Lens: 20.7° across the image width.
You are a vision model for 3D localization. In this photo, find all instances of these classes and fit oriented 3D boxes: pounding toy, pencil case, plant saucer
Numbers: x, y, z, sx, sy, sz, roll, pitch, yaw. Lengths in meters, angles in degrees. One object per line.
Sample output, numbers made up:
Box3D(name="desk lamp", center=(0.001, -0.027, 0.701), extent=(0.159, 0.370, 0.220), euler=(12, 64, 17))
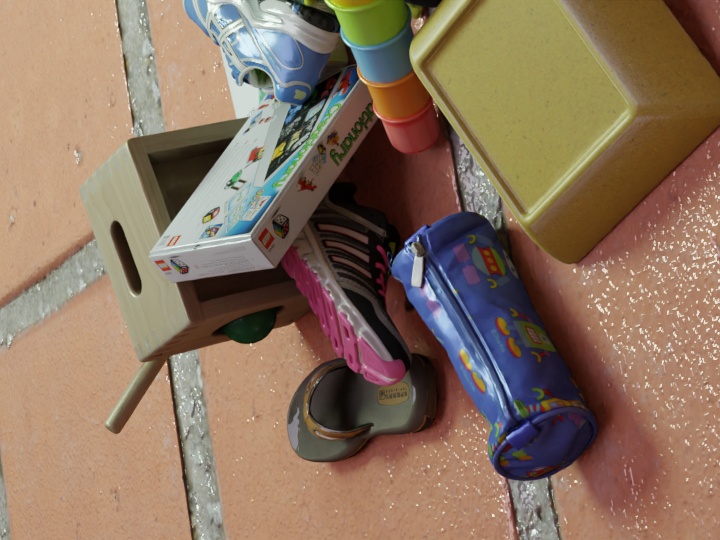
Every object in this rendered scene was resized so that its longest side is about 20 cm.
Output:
Box3D(name="pounding toy", center=(-0.134, 0.001, 1.613), extent=(0.142, 0.183, 0.202), euler=(-34, 73, 53))
Box3D(name="pencil case", center=(0.089, 0.048, 1.369), extent=(0.078, 0.087, 0.201), euler=(-43, 55, 23))
Box3D(name="plant saucer", center=(0.119, -0.125, 1.290), extent=(0.201, 0.048, 0.200), euler=(55, 139, 12))

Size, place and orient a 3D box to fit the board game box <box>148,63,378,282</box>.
Box3D(name="board game box", center=(-0.066, -0.077, 1.514), extent=(0.126, 0.201, 0.035), euler=(-7, 130, 47))

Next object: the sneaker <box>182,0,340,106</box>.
Box3D(name="sneaker", center=(-0.091, -0.187, 1.575), extent=(0.200, 0.075, 0.078), euler=(28, 102, 55))

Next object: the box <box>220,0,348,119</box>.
Box3D(name="box", center=(-0.078, -0.230, 1.661), extent=(0.144, 0.036, 0.202), euler=(-40, 60, 52))

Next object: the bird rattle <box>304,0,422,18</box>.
Box3D(name="bird rattle", center=(-0.002, -0.287, 1.518), extent=(0.164, 0.112, 0.201), euler=(-59, 31, 25))

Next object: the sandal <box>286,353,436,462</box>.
Box3D(name="sandal", center=(-0.010, 0.108, 1.557), extent=(0.199, 0.054, 0.083), euler=(-15, 80, 57))

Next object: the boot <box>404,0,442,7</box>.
Box3D(name="boot", center=(0.090, -0.267, 1.382), extent=(0.199, 0.069, 0.133), euler=(-17, 71, 49))

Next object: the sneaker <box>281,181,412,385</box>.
Box3D(name="sneaker", center=(0.000, 0.000, 1.503), extent=(0.200, 0.087, 0.074), euler=(56, 163, 39))

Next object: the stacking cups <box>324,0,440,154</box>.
Box3D(name="stacking cups", center=(0.017, -0.160, 1.408), extent=(0.061, 0.060, 0.201), euler=(49, 168, 44))
